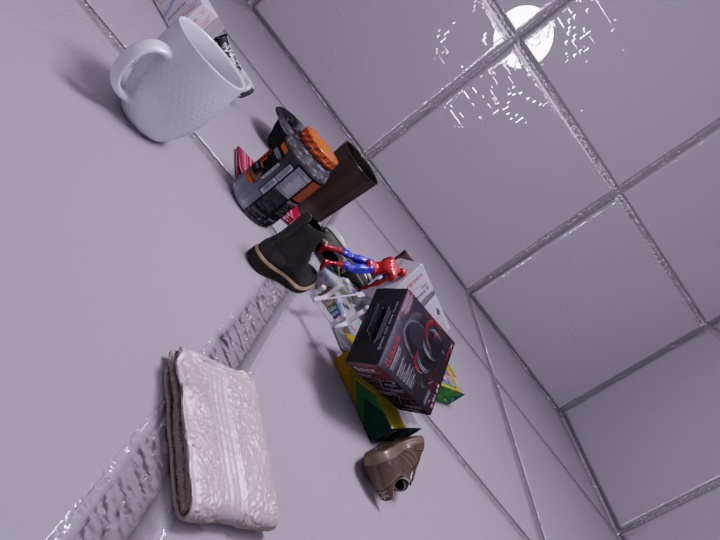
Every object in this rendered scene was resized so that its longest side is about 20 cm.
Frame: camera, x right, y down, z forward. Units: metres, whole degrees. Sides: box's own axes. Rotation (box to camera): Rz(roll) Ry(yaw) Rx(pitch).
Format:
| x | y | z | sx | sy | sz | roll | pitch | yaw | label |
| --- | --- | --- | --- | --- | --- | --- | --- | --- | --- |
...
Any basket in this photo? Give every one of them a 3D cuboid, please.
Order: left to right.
| x | y | z | sx | sy | sz | roll | pitch | yaw | label |
| --- | --- | --- | --- | --- | --- | --- | --- | --- | --- |
| -0.074 | -0.220 | 1.417 | 0.136 | 0.200 | 0.180 | 50 | 16 | -16 | basket |

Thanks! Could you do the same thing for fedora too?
| x | y | z | sx | sy | sz | roll | pitch | yaw | label |
| --- | --- | --- | --- | --- | --- | --- | --- | --- | --- |
| -0.205 | -0.374 | 1.570 | 0.201 | 0.092 | 0.201 | 49 | 16 | -19 | fedora |

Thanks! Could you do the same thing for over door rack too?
| x | y | z | sx | sy | sz | roll | pitch | yaw | label |
| --- | --- | --- | --- | --- | --- | --- | --- | --- | --- |
| 0.004 | 0.091 | 1.039 | 0.148 | 0.067 | 0.200 | 53 | 16 | 19 | over door rack |

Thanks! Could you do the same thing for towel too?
| x | y | z | sx | sy | sz | roll | pitch | yaw | label |
| --- | --- | --- | --- | --- | --- | --- | --- | --- | --- |
| -0.151 | 0.180 | 0.598 | 0.132 | 0.034 | 0.200 | 38 | 22 | -46 | towel |
| -0.214 | -0.192 | 1.272 | 0.200 | 0.022 | 0.145 | 43 | 17 | -36 | towel |

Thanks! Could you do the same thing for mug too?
| x | y | z | sx | sy | sz | roll | pitch | yaw | label |
| --- | --- | --- | --- | --- | --- | --- | --- | --- | --- |
| -0.319 | -0.309 | 0.899 | 0.148 | 0.175 | 0.200 | 57 | 15 | 12 | mug |

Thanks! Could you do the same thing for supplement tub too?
| x | y | z | sx | sy | sz | roll | pitch | yaw | label |
| --- | --- | --- | --- | --- | --- | --- | --- | --- | --- |
| -0.151 | -0.193 | 1.112 | 0.123 | 0.200 | 0.123 | 49 | 15 | -18 | supplement tub |

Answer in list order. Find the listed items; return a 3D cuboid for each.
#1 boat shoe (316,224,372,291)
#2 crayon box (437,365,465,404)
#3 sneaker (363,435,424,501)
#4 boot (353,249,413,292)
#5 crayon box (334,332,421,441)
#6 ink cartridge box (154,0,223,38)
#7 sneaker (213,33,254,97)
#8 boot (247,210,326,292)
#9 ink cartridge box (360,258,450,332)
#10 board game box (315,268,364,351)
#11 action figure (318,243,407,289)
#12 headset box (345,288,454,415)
| x | y | z | sx | sy | sz | roll | pitch | yaw | label |
| --- | --- | --- | --- | --- | --- | --- | --- | --- | --- |
| -0.044 | -0.019 | 1.303 | 0.202 | 0.060 | 0.072 | 51 | -27 | 14 | boat shoe |
| 0.190 | 0.272 | 1.413 | 0.200 | 0.058 | 0.119 | 32 | 26 | -55 | crayon box |
| 0.060 | 0.325 | 0.908 | 0.200 | 0.070 | 0.076 | 15 | 60 | -63 | sneaker |
| 0.066 | 0.040 | 1.325 | 0.072 | 0.166 | 0.200 | 50 | 14 | -32 | boot |
| 0.026 | 0.219 | 1.026 | 0.127 | 0.051 | 0.200 | 26 | 32 | -56 | crayon box |
| -0.457 | -0.685 | 1.437 | 0.200 | 0.115 | 0.068 | 59 | 16 | 18 | ink cartridge box |
| -0.358 | -0.556 | 1.463 | 0.201 | 0.076 | 0.115 | 52 | -16 | 28 | sneaker |
| -0.100 | -0.032 | 1.033 | 0.078 | 0.138 | 0.200 | 59 | 14 | 21 | boot |
| 0.103 | 0.096 | 1.249 | 0.084 | 0.146 | 0.200 | 14 | -41 | 51 | ink cartridge box |
| -0.025 | 0.098 | 1.179 | 0.134 | 0.034 | 0.200 | 36 | 23 | -50 | board game box |
| 0.000 | 0.000 | 1.163 | 0.200 | 0.099 | 0.065 | 10 | 59 | -22 | action figure |
| 0.069 | 0.134 | 0.937 | 0.200 | 0.075 | 0.149 | 48 | 54 | -36 | headset box |
